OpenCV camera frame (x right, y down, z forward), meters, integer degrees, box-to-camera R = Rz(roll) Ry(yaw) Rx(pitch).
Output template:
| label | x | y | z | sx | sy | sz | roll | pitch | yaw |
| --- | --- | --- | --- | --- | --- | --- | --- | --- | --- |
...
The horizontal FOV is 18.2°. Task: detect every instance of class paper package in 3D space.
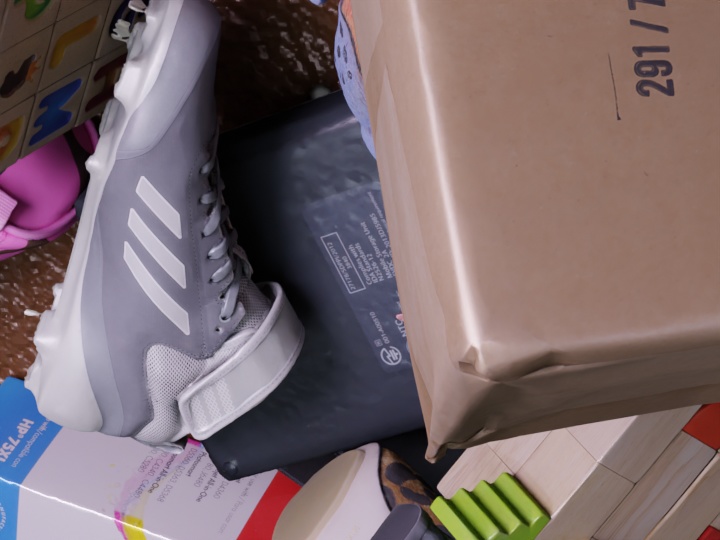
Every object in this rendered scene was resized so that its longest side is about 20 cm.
| label | x | y | z | sx | sy | sz | roll | pitch | yaw |
| --- | --- | --- | --- | --- | --- | --- | --- | --- | --- |
| paper package | 0.098 | -0.062 | 0.666 | 0.190 | 0.201 | 0.103 | -8 | 163 | -8 |

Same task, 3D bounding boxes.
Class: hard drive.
| label | x | y | z | sx | sy | sz | roll | pitch | yaw |
| --- | --- | --- | --- | --- | --- | --- | --- | --- | --- |
| hard drive | 0.000 | 0.000 | 0.890 | 0.200 | 0.033 | 0.140 | -18 | 111 | 27 |

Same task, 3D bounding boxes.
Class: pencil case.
| label | x | y | z | sx | sy | sz | roll | pitch | yaw |
| --- | --- | --- | --- | --- | --- | --- | --- | --- | --- |
| pencil case | -0.202 | -0.012 | 0.960 | 0.200 | 0.094 | 0.091 | -30 | 106 | 37 |

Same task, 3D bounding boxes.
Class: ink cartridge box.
| label | x | y | z | sx | sy | sz | roll | pitch | yaw |
| --- | --- | --- | --- | --- | --- | --- | --- | --- | --- |
| ink cartridge box | -0.089 | 0.140 | 1.030 | 0.199 | 0.067 | 0.116 | 18 | 129 | 13 |

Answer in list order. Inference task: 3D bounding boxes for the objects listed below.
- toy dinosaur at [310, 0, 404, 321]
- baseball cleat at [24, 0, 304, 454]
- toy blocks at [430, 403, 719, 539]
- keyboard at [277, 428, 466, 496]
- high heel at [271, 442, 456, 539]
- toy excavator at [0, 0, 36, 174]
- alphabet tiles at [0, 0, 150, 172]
| label | x | y | z | sx | sy | sz | roll | pitch | yaw |
| --- | --- | --- | --- | --- | --- | --- | --- | --- | --- |
| toy dinosaur | 0.025 | -0.107 | 0.753 | 0.105 | 0.200 | 0.182 | -22 | 108 | 6 |
| baseball cleat | -0.063 | -0.014 | 0.855 | 0.106 | 0.070 | 0.200 | 18 | 128 | -7 |
| toy blocks | 0.127 | 0.066 | 0.839 | 0.137 | 0.100 | 0.200 | -51 | 136 | 8 |
| keyboard | -0.005 | 0.044 | 0.952 | 0.200 | 0.021 | 0.127 | 35 | 127 | -3 |
| high heel | 0.038 | 0.138 | 0.876 | 0.143 | 0.071 | 0.200 | 43 | 172 | -12 |
| toy excavator | -0.115 | -0.150 | 0.807 | 0.100 | 0.195 | 0.200 | 35 | 158 | -1 |
| alphabet tiles | -0.104 | -0.100 | 0.783 | 0.006 | 0.200 | 0.167 | 34 | 130 | 15 |
